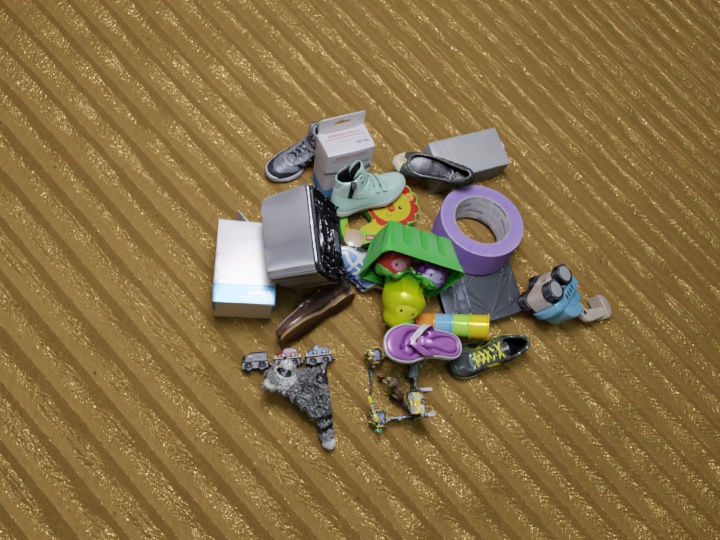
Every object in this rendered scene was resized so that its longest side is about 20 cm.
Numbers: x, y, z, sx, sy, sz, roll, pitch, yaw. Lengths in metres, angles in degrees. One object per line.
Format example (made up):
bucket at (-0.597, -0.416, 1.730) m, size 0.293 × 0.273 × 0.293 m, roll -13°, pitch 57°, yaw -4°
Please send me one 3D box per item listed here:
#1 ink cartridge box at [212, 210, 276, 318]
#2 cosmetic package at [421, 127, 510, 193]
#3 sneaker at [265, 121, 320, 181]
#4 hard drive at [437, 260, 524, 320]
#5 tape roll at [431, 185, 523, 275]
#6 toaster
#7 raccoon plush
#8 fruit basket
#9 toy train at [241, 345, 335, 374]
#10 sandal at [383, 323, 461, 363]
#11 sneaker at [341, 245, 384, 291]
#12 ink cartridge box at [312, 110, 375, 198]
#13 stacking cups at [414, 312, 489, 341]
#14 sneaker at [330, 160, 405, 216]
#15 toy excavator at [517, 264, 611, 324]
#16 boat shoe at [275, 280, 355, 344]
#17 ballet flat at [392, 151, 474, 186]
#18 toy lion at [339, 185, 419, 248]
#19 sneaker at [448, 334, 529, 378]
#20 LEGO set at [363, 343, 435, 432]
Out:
ink cartridge box at (-0.240, -0.012, 1.163) m, size 0.124 × 0.129 × 0.202 m, roll 4°, pitch 72°, yaw -12°
cosmetic package at (0.258, -0.275, 1.382) m, size 0.198 × 0.090 × 0.108 m, roll -14°, pitch 77°, yaw -19°
sneaker at (-0.130, -0.281, 1.280) m, size 0.199 × 0.114 × 0.076 m, roll -29°, pitch 80°, yaw -19°
hard drive at (0.276, 0.058, 1.302) m, size 0.198 × 0.042 × 0.136 m, roll -12°, pitch 76°, yaw -15°
tape roll at (0.274, -0.096, 1.306) m, size 0.198 × 0.085 × 0.202 m, roll 5°, pitch 59°, yaw -8°
toaster at (-0.107, -0.053, 1.121) m, size 0.117 × 0.181 × 0.202 m, roll -10°, pitch 80°, yaw 14°
raccoon plush at (-0.125, 0.272, 1.113) m, size 0.132 × 0.097 × 0.202 m, roll -7°, pitch 84°, yaw -6°
fruit basket at (0.103, 0.023, 1.175) m, size 0.214 × 0.155 × 0.218 m, roll 13°, pitch 59°, yaw -24°
toy train at (-0.152, 0.187, 1.173) m, size 0.198 × 0.034 × 0.046 m, roll -3°, pitch 63°, yaw -13°
sandal at (0.135, 0.144, 1.137) m, size 0.201 × 0.050 × 0.083 m, roll 4°, pitch 64°, yaw -34°
sneaker at (0.000, 0.000, 1.234) m, size 0.198 × 0.076 × 0.078 m, roll 13°, pitch 66°, yaw -12°
ink cartridge box at (-0.038, -0.254, 1.242) m, size 0.115 × 0.201 × 0.068 m, roll -18°, pitch 66°, yaw -17°
stacking cups at (0.184, 0.123, 1.222) m, size 0.198 × 0.061 × 0.061 m, roll 0°, pitch 71°, yaw 13°
sneaker at (0.026, -0.201, 1.246) m, size 0.199 × 0.119 × 0.074 m, roll -25°, pitch 60°, yaw -23°
toy excavator at (0.495, 0.080, 1.311) m, size 0.200 × 0.100 × 0.194 m, roll 49°, pitch 52°, yaw -5°
boat shoe at (-0.106, 0.083, 1.198) m, size 0.199 × 0.071 × 0.070 m, roll -32°, pitch 67°, yaw -29°
ballet flat at (0.169, -0.242, 1.287) m, size 0.198 × 0.057 × 0.067 m, roll 14°, pitch 83°, yaw 13°
toy lion at (0.045, -0.128, 1.305) m, size 0.198 × 0.069 × 0.194 m, roll -2°, pitch 66°, yaw -13°
sneaker at (0.290, 0.182, 1.244) m, size 0.198 × 0.085 × 0.075 m, roll -19°, pitch 77°, yaw -17°
LEGO set at (0.082, 0.238, 1.162) m, size 0.152 × 0.116 × 0.202 m, roll 8°, pitch 71°, yaw -10°
